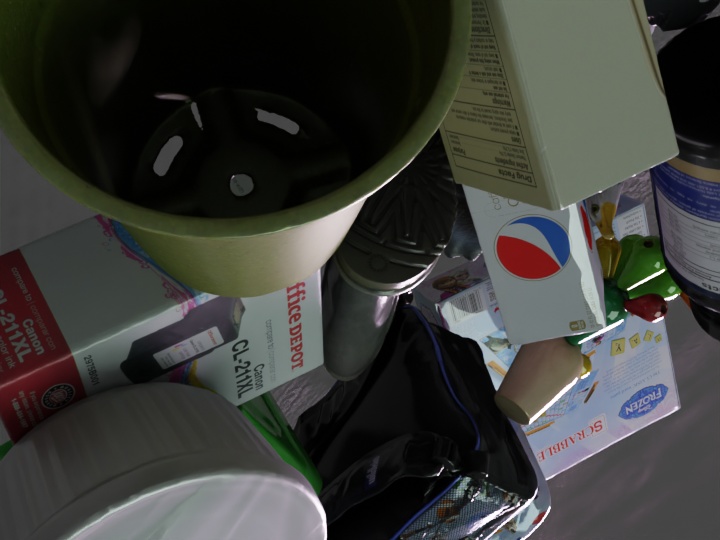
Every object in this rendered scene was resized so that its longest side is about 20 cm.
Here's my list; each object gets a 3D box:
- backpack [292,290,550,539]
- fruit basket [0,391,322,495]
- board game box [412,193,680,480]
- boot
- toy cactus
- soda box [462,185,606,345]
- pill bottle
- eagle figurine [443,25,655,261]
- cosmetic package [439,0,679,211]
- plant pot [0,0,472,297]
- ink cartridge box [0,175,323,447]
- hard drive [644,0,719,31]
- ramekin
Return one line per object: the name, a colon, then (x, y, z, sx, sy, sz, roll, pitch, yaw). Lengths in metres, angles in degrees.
backpack: (0.028, 0.148, 0.946, 0.190, 0.200, 0.154, -42, 123, 17)
fruit basket: (-0.135, 0.163, 0.926, 0.215, 0.156, 0.216, -16, 131, -20)
board game box: (0.157, 0.066, 1.068, 0.200, 0.041, 0.200, -24, 116, -18)
boot: (0.002, 0.002, 0.810, 0.072, 0.182, 0.200, 22, 135, -3)
toy cactus: (0.159, 0.045, 0.921, 0.165, 0.102, 0.200, -48, -174, -21)
soda box: (0.096, -0.056, 0.781, 0.064, 0.068, 0.200, -12, 121, 15)
pill bottle: (0.229, -0.044, 0.771, 0.112, 0.112, 0.200, -31, 139, -6)
eagle figurine: (0.142, -0.082, 0.876, 0.200, 0.151, 0.152, -18, 120, 37)
cosmetic package: (0.066, -0.137, 0.592, 0.073, 0.104, 0.200, -25, 111, -17)
plant pot: (-0.060, -0.075, 0.607, 0.200, 0.200, 0.190, -28, 164, -12)
ink cartridge box: (-0.125, 0.032, 0.779, 0.200, 0.083, 0.146, -25, 150, -16)
hard drive: (0.164, -0.197, 0.644, 0.140, 0.038, 0.200, -12, 151, -31)
ramekin: (-0.127, 0.152, 0.750, 0.202, 0.094, 0.203, -21, 140, -19)
